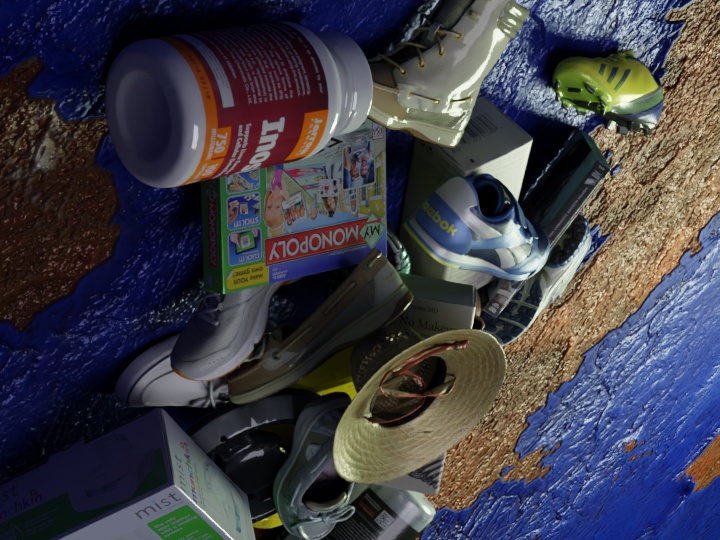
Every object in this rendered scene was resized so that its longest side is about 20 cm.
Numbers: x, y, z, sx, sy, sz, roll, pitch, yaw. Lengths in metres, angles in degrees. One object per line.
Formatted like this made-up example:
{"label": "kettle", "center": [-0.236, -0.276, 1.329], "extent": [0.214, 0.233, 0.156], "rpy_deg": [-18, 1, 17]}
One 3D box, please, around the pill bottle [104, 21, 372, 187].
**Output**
{"label": "pill bottle", "center": [-0.089, -0.134, 1.246], "extent": [0.200, 0.113, 0.113], "rpy_deg": [-16, 140, -41]}

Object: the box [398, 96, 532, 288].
{"label": "box", "center": [0.101, -0.066, 1.612], "extent": [0.095, 0.078, 0.200], "rpy_deg": [-26, 146, -30]}

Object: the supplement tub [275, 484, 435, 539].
{"label": "supplement tub", "center": [-0.018, 0.318, 1.903], "extent": [0.200, 0.123, 0.123], "rpy_deg": [-45, 151, 0]}

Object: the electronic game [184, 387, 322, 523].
{"label": "electronic game", "center": [-0.111, 0.189, 1.583], "extent": [0.200, 0.042, 0.200], "rpy_deg": [-20, 141, -17]}

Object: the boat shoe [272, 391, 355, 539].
{"label": "boat shoe", "center": [-0.035, 0.205, 1.566], "extent": [0.074, 0.065, 0.202], "rpy_deg": [-10, 138, -27]}

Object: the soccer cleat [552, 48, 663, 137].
{"label": "soccer cleat", "center": [0.261, -0.201, 1.685], "extent": [0.200, 0.065, 0.084], "rpy_deg": [18, 84, -54]}

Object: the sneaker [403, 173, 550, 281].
{"label": "sneaker", "center": [0.129, -0.044, 1.525], "extent": [0.200, 0.074, 0.082], "rpy_deg": [6, 123, -53]}

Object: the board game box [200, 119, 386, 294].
{"label": "board game box", "center": [-0.055, -0.062, 1.405], "extent": [0.200, 0.029, 0.135], "rpy_deg": [-14, 107, -44]}

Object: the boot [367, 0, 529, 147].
{"label": "boot", "center": [0.056, -0.198, 1.397], "extent": [0.200, 0.072, 0.155], "rpy_deg": [13, 114, -51]}

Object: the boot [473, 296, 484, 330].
{"label": "boot", "center": [0.066, 0.105, 1.687], "extent": [0.188, 0.068, 0.200], "rpy_deg": [-44, -173, 9]}

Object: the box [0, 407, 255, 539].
{"label": "box", "center": [-0.223, 0.240, 1.477], "extent": [0.200, 0.097, 0.177], "rpy_deg": [-25, 138, 8]}

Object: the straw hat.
{"label": "straw hat", "center": [0.034, 0.097, 1.461], "extent": [0.201, 0.085, 0.201], "rpy_deg": [-25, 145, -20]}

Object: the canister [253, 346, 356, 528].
{"label": "canister", "center": [-0.058, 0.164, 1.695], "extent": [0.148, 0.087, 0.200], "rpy_deg": [-15, 138, -39]}

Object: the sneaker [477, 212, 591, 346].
{"label": "sneaker", "center": [0.204, 0.020, 1.860], "extent": [0.200, 0.077, 0.085], "rpy_deg": [-48, 155, 7]}

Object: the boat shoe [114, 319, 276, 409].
{"label": "boat shoe", "center": [-0.140, 0.102, 1.528], "extent": [0.200, 0.066, 0.072], "rpy_deg": [-10, 136, -46]}

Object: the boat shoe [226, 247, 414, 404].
{"label": "boat shoe", "center": [-0.047, 0.054, 1.461], "extent": [0.200, 0.063, 0.073], "rpy_deg": [-32, -173, 21]}

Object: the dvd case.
{"label": "dvd case", "center": [0.192, -0.053, 1.715], "extent": [0.200, 0.022, 0.146], "rpy_deg": [-55, -170, 15]}

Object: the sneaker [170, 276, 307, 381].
{"label": "sneaker", "center": [-0.114, 0.006, 1.443], "extent": [0.200, 0.076, 0.092], "rpy_deg": [-53, 141, -13]}

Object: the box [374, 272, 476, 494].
{"label": "box", "center": [0.056, 0.110, 1.548], "extent": [0.068, 0.082, 0.200], "rpy_deg": [-77, 176, -72]}

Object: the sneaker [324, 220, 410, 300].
{"label": "sneaker", "center": [0.000, 0.000, 1.577], "extent": [0.087, 0.074, 0.200], "rpy_deg": [-36, 151, -6]}
